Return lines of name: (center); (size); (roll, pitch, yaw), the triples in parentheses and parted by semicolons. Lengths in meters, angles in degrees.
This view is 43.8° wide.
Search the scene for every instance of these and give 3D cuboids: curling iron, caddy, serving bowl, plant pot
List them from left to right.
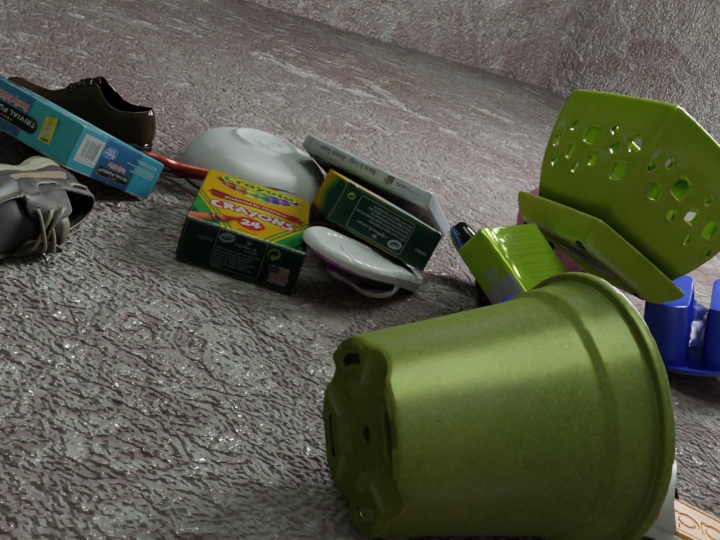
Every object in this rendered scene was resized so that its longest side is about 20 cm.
serving bowl: (-0.131, -0.139, 1.167); (0.198, 0.066, 0.200); (19, 20, -7)
plant pot: (0.079, 0.105, 0.622); (0.183, 0.202, 0.201); (-2, 28, -24)
curling iron: (0.141, 0.041, 1.036); (0.049, 0.026, 0.200); (23, 20, 0)
plant pot: (0.324, -0.084, 1.086); (0.199, 0.182, 0.199); (35, 0, -28)
caddy: (0.426, 0.076, 1.123); (0.140, 0.106, 0.200); (5, 16, 23)

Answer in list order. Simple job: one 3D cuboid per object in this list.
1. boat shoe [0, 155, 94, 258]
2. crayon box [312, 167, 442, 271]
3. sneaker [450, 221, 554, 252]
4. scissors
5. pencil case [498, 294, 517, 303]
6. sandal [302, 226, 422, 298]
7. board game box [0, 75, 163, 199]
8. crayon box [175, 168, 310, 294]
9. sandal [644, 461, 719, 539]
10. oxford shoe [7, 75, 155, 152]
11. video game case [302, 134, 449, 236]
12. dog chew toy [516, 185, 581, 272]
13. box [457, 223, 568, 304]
boat shoe: (-0.289, -0.053, 0.786); (0.073, 0.075, 0.200); (20, 22, -2)
crayon box: (0.013, -0.065, 1.074); (0.125, 0.052, 0.200); (28, 6, -12)
sneaker: (0.199, -0.009, 1.110); (0.198, 0.083, 0.071); (28, 12, -5)
scissors: (-0.178, -0.113, 1.071); (0.198, 0.014, 0.073); (12, -9, -13)
pencil case: (0.197, 0.103, 0.863); (0.087, 0.078, 0.199); (-34, 52, -29)
sandal: (0.005, 0.004, 0.969); (0.082, 0.050, 0.202); (38, 12, 35)
board game box: (-0.334, -0.153, 0.965); (0.199, 0.047, 0.151); (29, 1, 20)
crayon box: (-0.122, -0.053, 0.981); (0.126, 0.051, 0.200); (17, 20, -9)
sandal: (0.258, 0.186, 0.741); (0.205, 0.060, 0.079); (24, 20, 7)
oxford shoe: (-0.345, -0.208, 1.105); (0.198, 0.085, 0.073); (18, 22, -4)
video game case: (0.026, -0.110, 1.199); (0.181, 0.024, 0.200); (27, -3, 15)
dog chew toy: (0.303, -0.044, 1.285); (0.124, 0.125, 0.201); (12, 30, -22)
box: (0.205, 0.041, 0.988); (0.121, 0.048, 0.201); (-8, 60, -50)
